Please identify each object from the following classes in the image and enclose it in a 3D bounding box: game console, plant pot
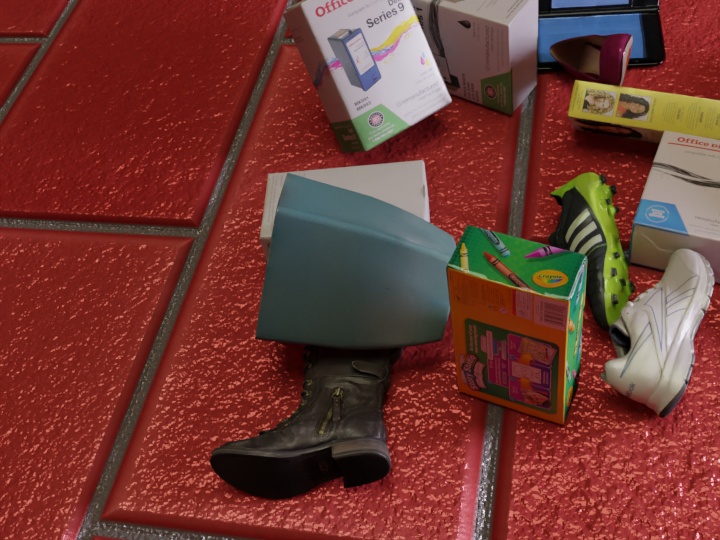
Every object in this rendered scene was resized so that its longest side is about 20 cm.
[{"bbox_3d":[0.325,-0.380,1.343,0.195,0.176,0.119,0,22,9],"label":"game console"},{"bbox_3d":[0.000,0.000,1.024,0.196,0.144,0.142,11,19,-4],"label":"plant pot"}]

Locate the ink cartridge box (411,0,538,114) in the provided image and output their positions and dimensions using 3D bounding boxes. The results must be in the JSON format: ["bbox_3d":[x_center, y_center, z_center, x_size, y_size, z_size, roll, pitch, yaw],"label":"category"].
[{"bbox_3d":[0.137,-0.317,1.297,0.198,0.148,0.085,24,57,29],"label":"ink cartridge box"}]

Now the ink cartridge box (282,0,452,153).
[{"bbox_3d":[0.009,-0.275,1.239,0.144,0.203,0.087,-29,14,-16],"label":"ink cartridge box"}]

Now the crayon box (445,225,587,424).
[{"bbox_3d":[0.151,0.057,0.927,0.117,0.202,0.059,16,53,22],"label":"crayon box"}]

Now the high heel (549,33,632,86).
[{"bbox_3d":[0.291,-0.272,1.226,0.094,0.069,0.200,14,7,6],"label":"high heel"}]

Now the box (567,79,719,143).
[{"bbox_3d":[0.361,-0.190,1.186,0.196,0.075,0.051,12,89,22],"label":"box"}]

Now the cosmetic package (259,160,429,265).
[{"bbox_3d":[-0.014,-0.059,1.142,0.195,0.082,0.114,-2,49,7],"label":"cosmetic package"}]

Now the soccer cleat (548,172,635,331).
[{"bbox_3d":[0.255,-0.017,1.074,0.080,0.067,0.203,-23,51,33],"label":"soccer cleat"}]

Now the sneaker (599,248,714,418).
[{"bbox_3d":[0.306,0.049,0.983,0.086,0.075,0.202,21,53,11],"label":"sneaker"}]

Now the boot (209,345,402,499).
[{"bbox_3d":[-0.051,0.140,0.992,0.195,0.070,0.176,-3,43,2],"label":"boot"}]

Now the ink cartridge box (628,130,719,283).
[{"bbox_3d":[0.389,-0.090,1.104,0.114,0.069,0.202,14,52,21],"label":"ink cartridge box"}]
